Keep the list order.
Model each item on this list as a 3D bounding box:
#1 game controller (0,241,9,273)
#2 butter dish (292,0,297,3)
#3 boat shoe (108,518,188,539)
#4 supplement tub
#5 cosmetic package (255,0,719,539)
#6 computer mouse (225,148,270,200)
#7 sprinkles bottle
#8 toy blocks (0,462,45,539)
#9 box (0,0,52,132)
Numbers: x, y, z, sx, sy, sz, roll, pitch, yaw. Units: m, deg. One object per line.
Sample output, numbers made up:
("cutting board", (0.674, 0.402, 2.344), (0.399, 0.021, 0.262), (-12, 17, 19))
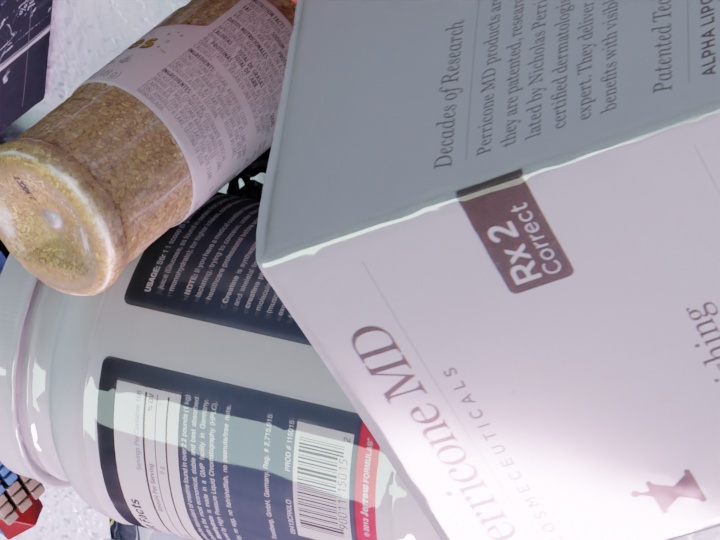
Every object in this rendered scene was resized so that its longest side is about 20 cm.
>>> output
("game controller", (-0.163, 0.012, 1.443), (0.200, 0.042, 0.104), (53, 145, 18))
("butter dish", (-0.008, -0.163, 1.059), (0.199, 0.148, 0.200), (39, 143, 10))
("boat shoe", (-0.085, 0.100, 1.372), (0.200, 0.071, 0.091), (105, 149, -64))
("supplement tub", (-0.035, 0.044, 1.182), (0.200, 0.140, 0.140), (12, 133, 21))
("cosmetic package", (0.095, -0.026, 0.979), (0.200, 0.165, 0.165), (-19, 125, 20))
("computer mouse", (0.000, 0.000, 1.274), (0.138, 0.053, 0.200), (-5, 130, 42))
("sprinkles bottle", (-0.058, -0.070, 1.152), (0.068, 0.200, 0.068), (27, 139, 26))
("toy blocks", (-0.196, 0.063, 1.438), (0.137, 0.100, 0.200), (37, 163, 28))
("box", (-0.227, -0.121, 1.295), (0.104, 0.182, 0.200), (34, 143, 17))
